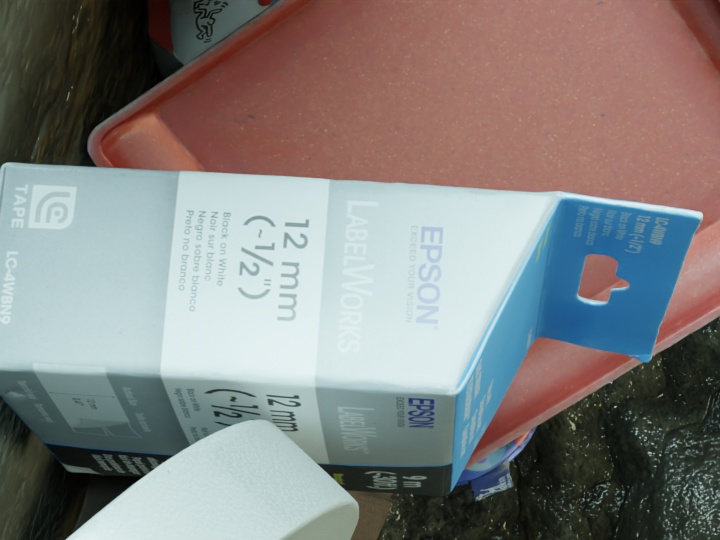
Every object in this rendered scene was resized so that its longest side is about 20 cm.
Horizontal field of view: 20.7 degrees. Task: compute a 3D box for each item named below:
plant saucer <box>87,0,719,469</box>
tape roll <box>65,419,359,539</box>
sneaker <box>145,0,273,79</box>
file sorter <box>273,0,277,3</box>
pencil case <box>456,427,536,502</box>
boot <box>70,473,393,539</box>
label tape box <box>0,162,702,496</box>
[{"bbox_3d":[0.042,-0.039,0.674,0.200,0.199,0.037,48,18,-31],"label":"plant saucer"},{"bbox_3d":[-0.079,0.127,0.545,0.203,0.037,0.203,-46,167,-13],"label":"tape roll"},{"bbox_3d":[-0.009,-0.132,0.649,0.067,0.107,0.203,-69,171,-49],"label":"sneaker"},{"bbox_3d":[0.049,-0.063,0.856,0.139,0.198,0.124,-62,157,-67],"label":"file sorter"},{"bbox_3d":[0.000,0.000,0.768,0.087,0.078,0.201,-43,121,-19],"label":"pencil case"},{"bbox_3d":[-0.049,0.121,0.779,0.200,0.064,0.188,26,76,-62],"label":"boot"},{"bbox_3d":[-0.004,0.025,0.602,0.143,0.198,0.067,85,11,-72],"label":"label tape box"}]
